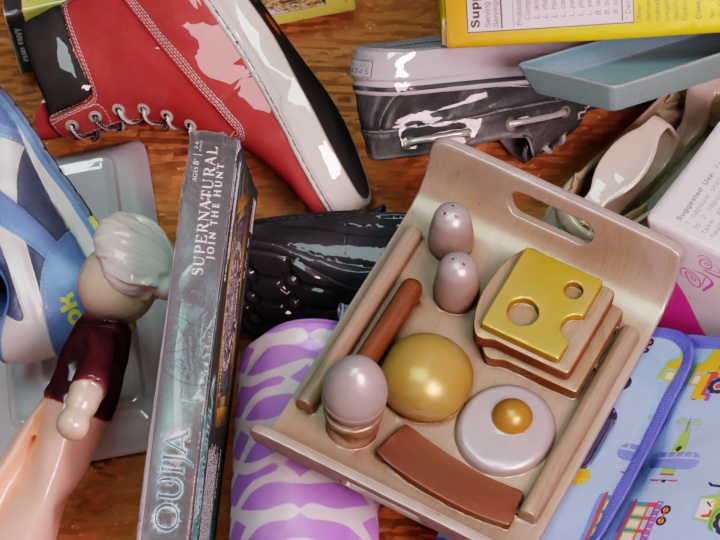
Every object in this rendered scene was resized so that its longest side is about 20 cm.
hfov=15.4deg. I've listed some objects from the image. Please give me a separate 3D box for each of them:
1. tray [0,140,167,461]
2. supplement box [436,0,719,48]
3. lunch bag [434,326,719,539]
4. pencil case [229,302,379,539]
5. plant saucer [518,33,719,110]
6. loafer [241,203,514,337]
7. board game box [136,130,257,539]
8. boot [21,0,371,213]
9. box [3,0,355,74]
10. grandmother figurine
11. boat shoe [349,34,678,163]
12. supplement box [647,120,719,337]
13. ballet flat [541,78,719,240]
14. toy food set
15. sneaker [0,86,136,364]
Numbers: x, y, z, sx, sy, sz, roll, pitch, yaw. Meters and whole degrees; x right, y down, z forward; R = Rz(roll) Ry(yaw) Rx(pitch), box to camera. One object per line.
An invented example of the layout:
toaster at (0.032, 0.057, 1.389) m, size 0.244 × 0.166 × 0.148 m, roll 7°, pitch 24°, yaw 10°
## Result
tray at (-0.159, 0.014, 1.450) m, size 0.107 × 0.022 × 0.201 m, roll -11°, pitch 57°, yaw 1°
supplement box at (0.138, -0.188, 1.434) m, size 0.199 × 0.110 × 0.110 m, roll -3°, pitch 16°, yaw 1°
lunch bag at (0.141, 0.105, 1.327) m, size 0.199 × 0.094 × 0.151 m, roll 11°, pitch 58°, yaw 29°
pencil case at (-0.023, 0.122, 1.332) m, size 0.085 × 0.084 × 0.201 m, roll 22°, pitch 53°, yaw -28°
plant saucer at (0.176, -0.117, 1.418) m, size 0.199 × 0.019 × 0.070 m, roll -20°, pitch 26°, yaw -39°
loafer at (0.000, 0.000, 1.418) m, size 0.199 × 0.068 × 0.071 m, roll 4°, pitch 37°, yaw 15°
board game box at (-0.079, 0.043, 1.313) m, size 0.028 × 0.135 × 0.201 m, roll 6°, pitch 80°, yaw 3°
boot at (-0.096, -0.081, 1.472) m, size 0.144 × 0.072 × 0.201 m, roll -36°, pitch 83°, yaw 8°
box at (-0.106, -0.172, 1.540) m, size 0.199 × 0.050 × 0.076 m, roll -12°, pitch 46°, yaw 0°
grandmother figurine at (-0.144, 0.067, 1.335) m, size 0.060 × 0.121 × 0.201 m, roll 22°, pitch 86°, yaw -15°
boat shoe at (0.086, -0.095, 1.462) m, size 0.199 × 0.071 × 0.072 m, roll -5°, pitch 15°, yaw -18°
supplement box at (0.253, 0.010, 1.352) m, size 0.199 × 0.101 × 0.104 m, roll 28°, pitch 64°, yaw 22°
ballet flat at (0.174, -0.071, 1.435) m, size 0.200 × 0.070 × 0.069 m, roll -42°, pitch 62°, yaw -19°
toy food set at (0.055, 0.036, 1.301) m, size 0.143 × 0.061 × 0.200 m, roll 25°, pitch 60°, yaw 14°
sneaker at (-0.196, -0.032, 1.429) m, size 0.082 × 0.074 × 0.200 m, roll -31°, pitch 58°, yaw -10°
